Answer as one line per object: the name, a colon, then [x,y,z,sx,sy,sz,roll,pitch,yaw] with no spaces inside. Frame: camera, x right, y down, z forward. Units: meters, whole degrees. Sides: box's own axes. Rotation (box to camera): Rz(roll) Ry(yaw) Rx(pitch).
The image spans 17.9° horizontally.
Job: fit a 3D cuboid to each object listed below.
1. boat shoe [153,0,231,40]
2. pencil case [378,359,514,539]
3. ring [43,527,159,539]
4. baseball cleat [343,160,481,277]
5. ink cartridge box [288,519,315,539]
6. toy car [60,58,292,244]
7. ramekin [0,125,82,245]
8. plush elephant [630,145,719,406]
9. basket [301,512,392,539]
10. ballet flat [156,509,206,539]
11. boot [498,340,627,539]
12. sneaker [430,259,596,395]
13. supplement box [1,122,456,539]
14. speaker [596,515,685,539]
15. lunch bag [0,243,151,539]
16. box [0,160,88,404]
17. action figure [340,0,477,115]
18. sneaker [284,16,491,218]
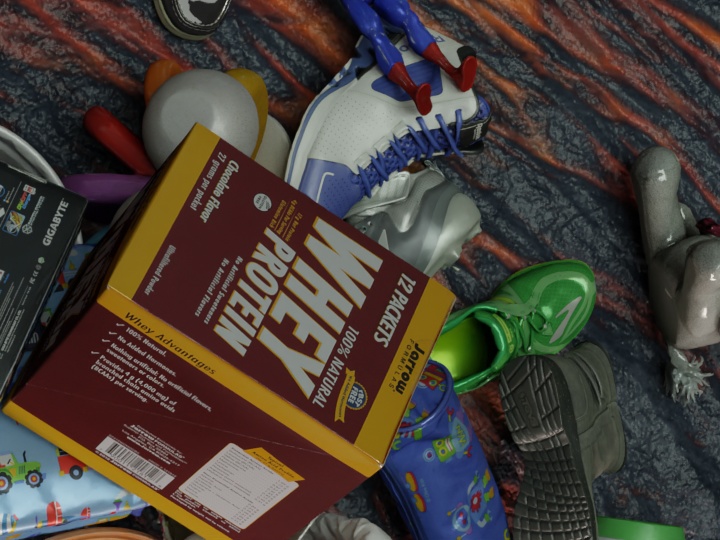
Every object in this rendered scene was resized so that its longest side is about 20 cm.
boat shoe: [-0.108,-0.271,1.677,0.071,0.065,0.202,14,84,-23]
pencil case: [0.058,0.164,1.692,0.087,0.078,0.201,-53,132,-41]
ring: [-0.211,0.254,1.588,0.199,0.019,0.201,-20,135,-21]
baseball cleat: [0.000,0.000,1.723,0.106,0.070,0.200,45,69,0]
ink cartridge box: [-0.038,0.101,1.608,0.067,0.116,0.201,33,86,-12]
toy car: [-0.142,-0.055,1.622,0.149,0.175,0.201,14,82,13]
ramekin: [-0.298,-0.005,1.568,0.199,0.105,0.202,1,87,-22]
plush elephant: [0.313,0.008,1.799,0.154,0.165,0.201,-13,122,-9]
basket: [-0.026,0.293,1.622,0.161,0.200,0.199,39,75,-19]
ballet flat: [-0.111,0.174,1.544,0.075,0.064,0.201,-29,61,3]
boot: [0.172,0.154,1.747,0.130,0.067,0.202,-1,83,-57]
sneaker: [0.106,0.053,1.746,0.199,0.083,0.074,-27,98,-22]
supplement box: [-0.084,0.051,1.417,0.197,0.200,0.133,33,55,-10]
speaker: [0.205,0.296,1.780,0.088,0.088,0.202,9,85,-22]
lunch bag: [-0.225,0.073,1.505,0.150,0.094,0.201,-9,81,-23]
box: [-0.282,0.012,1.443,0.158,0.046,0.201,22,63,-4]
action figure: [0.005,-0.215,1.664,0.065,0.099,0.200,-30,57,-20]
sneaker: [0.031,-0.107,1.683,0.115,0.081,0.200,21,64,19]
